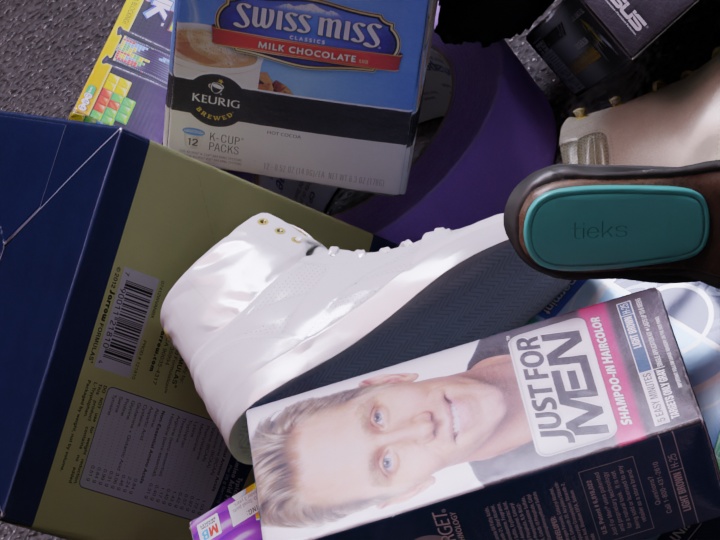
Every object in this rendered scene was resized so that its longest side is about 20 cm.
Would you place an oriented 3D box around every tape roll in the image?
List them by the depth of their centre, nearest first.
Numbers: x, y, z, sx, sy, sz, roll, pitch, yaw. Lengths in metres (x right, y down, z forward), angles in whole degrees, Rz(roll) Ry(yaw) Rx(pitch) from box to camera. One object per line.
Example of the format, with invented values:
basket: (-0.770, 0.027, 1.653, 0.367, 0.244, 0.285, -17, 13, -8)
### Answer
tape roll: (0.012, -0.061, 1.534, 0.199, 0.066, 0.201, -26, 37, 22)

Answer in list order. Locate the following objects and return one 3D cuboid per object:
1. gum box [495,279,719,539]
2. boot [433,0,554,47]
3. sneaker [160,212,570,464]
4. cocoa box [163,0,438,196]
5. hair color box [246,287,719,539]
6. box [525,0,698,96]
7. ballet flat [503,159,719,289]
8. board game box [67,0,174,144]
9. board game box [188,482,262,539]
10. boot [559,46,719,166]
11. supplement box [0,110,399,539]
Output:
gum box: (0.133, 0.060, 1.265, 0.170, 0.045, 0.200, -48, 50, -11)
boot: (0.087, -0.173, 1.420, 0.198, 0.073, 0.162, -45, 0, -38)
sneaker: (0.000, 0.000, 1.283, 0.199, 0.074, 0.116, -27, 49, -12)
cocoa box: (-0.023, -0.158, 1.410, 0.132, 0.132, 0.201, 9, 40, 0)
hair color box: (0.054, 0.085, 1.187, 0.199, 0.061, 0.100, -18, 37, 4)
box: (0.172, -0.170, 1.429, 0.158, 0.048, 0.200, -41, 2, -5)
ballet flat: (0.164, -0.025, 1.224, 0.199, 0.068, 0.068, 7, 14, -4)
board game box: (-0.137, -0.086, 1.555, 0.201, 0.056, 0.166, -72, 8, -47)
board game box: (0.002, 0.186, 1.238, 0.103, 0.105, 0.200, -32, 36, 10)
boot: (0.184, -0.095, 1.405, 0.154, 0.072, 0.201, -17, 44, 33)
supplement box: (-0.116, 0.044, 1.373, 0.134, 0.199, 0.201, 11, 81, 48)
